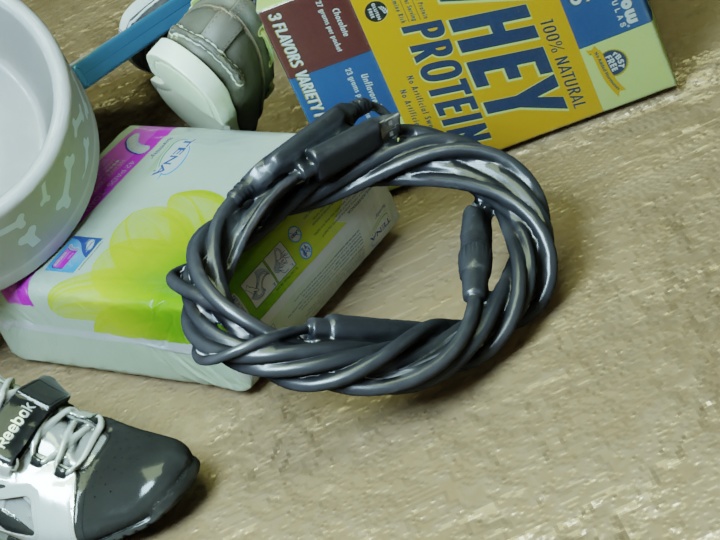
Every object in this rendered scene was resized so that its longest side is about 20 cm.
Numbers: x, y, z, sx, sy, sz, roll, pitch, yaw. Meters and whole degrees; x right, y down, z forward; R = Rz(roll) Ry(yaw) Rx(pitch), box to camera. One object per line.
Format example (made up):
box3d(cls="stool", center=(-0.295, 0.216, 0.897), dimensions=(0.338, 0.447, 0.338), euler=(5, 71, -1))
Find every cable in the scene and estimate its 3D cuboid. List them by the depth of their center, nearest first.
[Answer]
box3d(cls="cable", center=(0.000, 0.000, 1.086), dimensions=(0.163, 0.051, 0.200), euler=(38, 56, 21))

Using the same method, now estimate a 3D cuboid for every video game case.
box3d(cls="video game case", center=(-0.207, -0.113, 1.417), dimensions=(0.200, 0.018, 0.143), euler=(-26, 12, 38))

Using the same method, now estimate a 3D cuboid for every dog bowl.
box3d(cls="dog bowl", center=(-0.245, -0.079, 1.195), dimensions=(0.200, 0.059, 0.200), euler=(2, 62, -3))

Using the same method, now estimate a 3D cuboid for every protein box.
box3d(cls="protein box", center=(0.058, -0.170, 1.279), dimensions=(0.200, 0.135, 0.199), euler=(-20, 30, 10))

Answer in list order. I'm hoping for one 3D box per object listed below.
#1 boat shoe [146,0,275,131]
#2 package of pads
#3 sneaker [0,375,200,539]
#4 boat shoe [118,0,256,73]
box3d(cls="boat shoe", center=(-0.083, -0.116, 1.290), dimensions=(0.060, 0.072, 0.202), euler=(-52, -2, -6))
box3d(cls="package of pads", center=(-0.095, -0.012, 1.212), dimensions=(0.200, 0.068, 0.155), euler=(7, 44, 42))
box3d(cls="sneaker", center=(-0.175, 0.089, 1.095), dimensions=(0.200, 0.089, 0.074), euler=(-2, 36, 32))
box3d(cls="boat shoe", center=(-0.072, -0.199, 1.485), dimensions=(0.200, 0.072, 0.068), euler=(-35, 29, -11))
